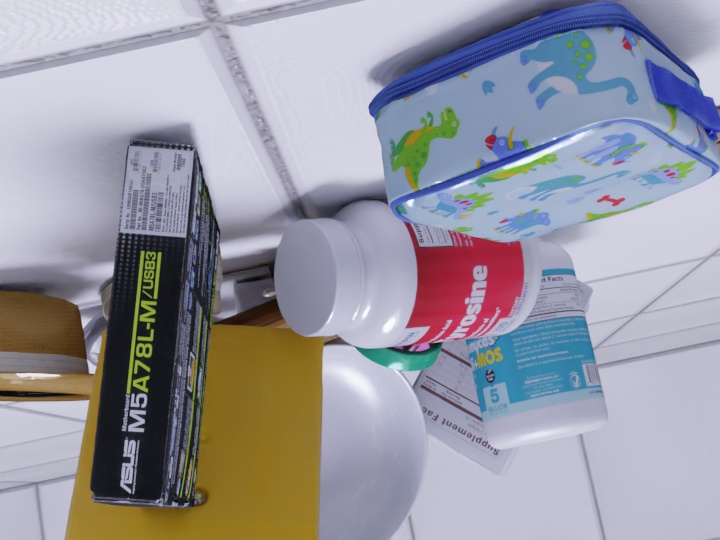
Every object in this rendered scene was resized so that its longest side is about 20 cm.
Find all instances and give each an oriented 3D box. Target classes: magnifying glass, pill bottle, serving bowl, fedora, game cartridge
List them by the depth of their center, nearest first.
[{"bbox_3d":[-0.115,0.128,0.791,0.174,0.202,0.033,4,140,-4],"label":"game cartridge"},{"bbox_3d":[0.037,0.002,0.843,0.198,0.114,0.112,-3,166,-37],"label":"pill bottle"},{"bbox_3d":[-0.290,0.063,0.879,0.198,0.083,0.201,0,170,0],"label":"fedora"},{"bbox_3d":[0.039,0.032,0.939,0.079,0.023,0.200,20,-154,3],"label":"magnifying glass"},{"bbox_3d":[-0.039,0.162,0.962,0.198,0.203,0.066,-4,-175,-31],"label":"serving bowl"},{"bbox_3d":[0.147,0.051,0.964,0.109,0.203,0.111,-10,168,-2],"label":"pill bottle"}]

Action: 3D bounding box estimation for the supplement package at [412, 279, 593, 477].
[{"bbox_3d":[0.137,0.089,1.077,0.116,0.202,0.117,27,177,13],"label":"supplement package"}]

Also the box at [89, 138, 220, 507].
[{"bbox_3d":[-0.122,0.045,0.671,0.047,0.203,0.193,5,168,-5],"label":"box"}]

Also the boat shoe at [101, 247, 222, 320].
[{"bbox_3d":[-0.168,0.034,0.910,0.071,0.066,0.199,-4,166,-32],"label":"boat shoe"}]

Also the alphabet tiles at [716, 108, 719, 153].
[{"bbox_3d":[0.325,-0.113,0.849,0.165,0.006,0.199,-19,166,30],"label":"alphabet tiles"}]

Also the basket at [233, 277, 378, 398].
[{"bbox_3d":[-0.050,0.080,1.100,0.134,0.125,0.200,-10,168,-4],"label":"basket"}]

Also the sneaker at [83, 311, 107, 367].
[{"bbox_3d":[-0.175,0.099,1.033,0.199,0.075,0.082,28,-167,-28],"label":"sneaker"}]

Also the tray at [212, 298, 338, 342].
[{"bbox_3d":[-0.105,0.063,0.946,0.198,0.037,0.099,-22,-170,-8],"label":"tray"}]

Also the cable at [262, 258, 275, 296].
[{"bbox_3d":[0.000,0.000,0.952,0.198,0.051,0.097,-2,164,-41],"label":"cable"}]

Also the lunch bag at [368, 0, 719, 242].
[{"bbox_3d":[0.113,-0.078,0.619,0.159,0.084,0.199,-18,167,31],"label":"lunch bag"}]

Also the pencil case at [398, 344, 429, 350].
[{"bbox_3d":[0.074,0.074,1.292,0.094,0.091,0.199,-53,152,15],"label":"pencil case"}]
